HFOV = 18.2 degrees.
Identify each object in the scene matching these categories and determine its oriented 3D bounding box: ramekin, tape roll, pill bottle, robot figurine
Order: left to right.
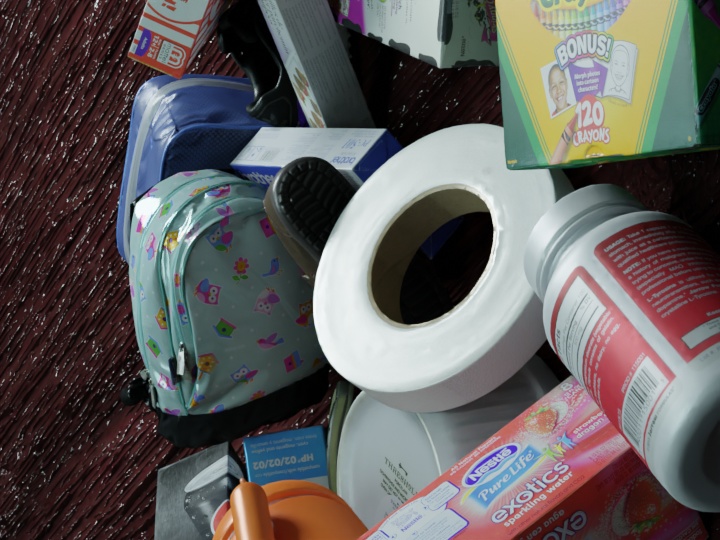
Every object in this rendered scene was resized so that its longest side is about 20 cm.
[{"bbox_3d":[-0.035,0.214,1.496,0.117,0.143,0.200,-68,29,16],"label":"robot figurine"},{"bbox_3d":[0.057,-0.004,1.496,0.202,0.037,0.204,-23,50,30],"label":"tape roll"},{"bbox_3d":[0.064,0.152,1.544,0.200,0.104,0.202,14,106,61],"label":"ramekin"},{"bbox_3d":[0.177,0.038,1.304,0.200,0.112,0.113,54,139,46],"label":"pill bottle"}]

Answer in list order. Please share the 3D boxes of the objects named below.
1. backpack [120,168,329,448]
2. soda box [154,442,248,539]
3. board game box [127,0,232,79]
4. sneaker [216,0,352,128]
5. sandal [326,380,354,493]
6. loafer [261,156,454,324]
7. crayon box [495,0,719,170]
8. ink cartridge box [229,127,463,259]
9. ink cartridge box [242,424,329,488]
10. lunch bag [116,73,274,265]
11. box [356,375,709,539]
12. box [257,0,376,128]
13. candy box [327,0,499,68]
[{"bbox_3d":[-0.100,0.022,1.715,0.126,0.166,0.201,21,127,51],"label":"backpack"},{"bbox_3d":[-0.117,0.224,1.736,0.064,0.070,0.200,60,-166,-31],"label":"soda box"},{"bbox_3d":[-0.110,-0.252,1.703,0.200,0.046,0.152,-68,2,-62],"label":"board game box"},{"bbox_3d":[-0.064,-0.206,1.747,0.069,0.099,0.202,-26,67,60],"label":"sneaker"},{"bbox_3d":[0.012,0.175,1.704,0.080,0.057,0.202,-86,-18,-73],"label":"sandal"},{"bbox_3d":[0.000,0.000,1.618,0.201,0.073,0.071,56,163,-15],"label":"loafer"},{"bbox_3d":[0.161,-0.127,1.364,0.200,0.058,0.120,-4,89,60],"label":"crayon box"},{"bbox_3d":[-0.014,-0.060,1.675,0.094,0.044,0.200,48,162,-23],"label":"ink cartridge box"},{"bbox_3d":[-0.041,0.228,1.750,0.115,0.067,0.202,65,-164,-80],"label":"ink cartridge box"},{"bbox_3d":[-0.122,-0.056,1.839,0.132,0.135,0.201,-123,41,-58],"label":"lunch bag"},{"bbox_3d":[0.096,0.169,1.366,0.103,0.200,0.095,30,152,57],"label":"box"},{"bbox_3d":[-0.037,-0.166,1.665,0.039,0.041,0.201,39,159,48],"label":"box"},{"bbox_3d":[0.039,-0.230,1.590,0.200,0.061,0.137,34,124,58],"label":"candy box"}]
